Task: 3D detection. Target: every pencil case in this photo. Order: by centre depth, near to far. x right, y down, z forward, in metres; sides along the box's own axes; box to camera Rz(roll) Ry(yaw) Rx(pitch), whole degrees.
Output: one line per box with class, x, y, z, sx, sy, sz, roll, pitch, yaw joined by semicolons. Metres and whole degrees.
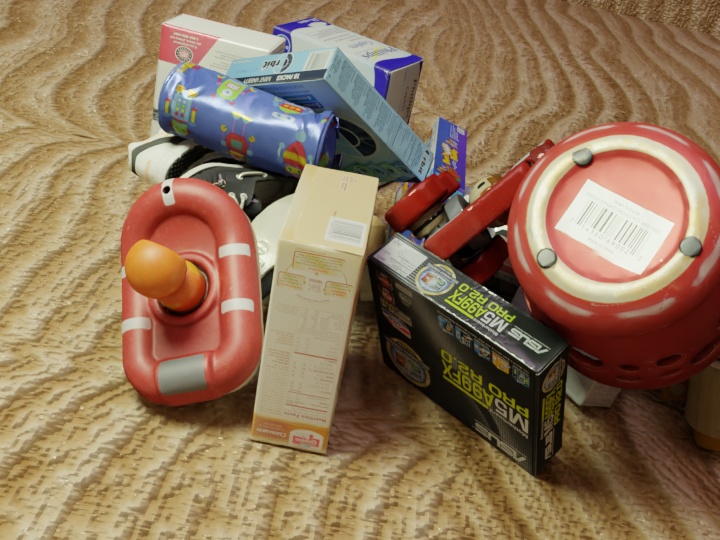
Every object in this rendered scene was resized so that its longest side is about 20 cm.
pencil case;-0.114;-0.158;0.966;0.198;0.078;0.087;20;54;11

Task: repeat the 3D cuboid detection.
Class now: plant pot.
plant pot;0.228;-0.016;0.772;0.199;0.202;0.183;29;-8;28

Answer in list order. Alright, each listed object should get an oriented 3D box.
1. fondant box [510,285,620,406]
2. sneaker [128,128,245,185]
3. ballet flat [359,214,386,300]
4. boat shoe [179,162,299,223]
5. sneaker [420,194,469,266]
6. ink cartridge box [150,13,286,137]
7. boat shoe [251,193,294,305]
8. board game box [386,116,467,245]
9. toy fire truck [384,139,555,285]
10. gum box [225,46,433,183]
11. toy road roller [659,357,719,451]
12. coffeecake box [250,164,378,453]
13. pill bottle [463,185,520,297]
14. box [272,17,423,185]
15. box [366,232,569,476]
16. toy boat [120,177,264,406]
fondant box;0.245;0.018;0.948;0.058;0.202;0.144;8;26;-38
sneaker;-0.189;-0.150;1.059;0.079;0.075;0.200;22;30;21
ballet flat;0.000;0.000;0.969;0.068;0.200;0.064;-9;71;3
boat shoe;-0.125;-0.070;0.952;0.060;0.075;0.199;23;22;27
sneaker;0.098;0.003;1.008;0.080;0.077;0.201;27;64;14
ink cartridge box;-0.188;-0.211;1.180;0.143;0.202;0.085;14;26;4
boat shoe;-0.094;-0.007;0.925;0.071;0.063;0.200;38;62;18
board game box;0.083;-0.095;1.146;0.044;0.135;0.201;25;28;-7
toy fire truck;0.126;-0.068;0.894;0.112;0.168;0.200;50;16;2
gum box;-0.036;-0.171;1.047;0.168;0.045;0.200;5;-25;42
toy road roller;0.338;0.086;0.964;0.144;0.125;0.200;4;25;13
coffeecake box;-0.040;0.032;0.813;0.072;0.202;0.154;11;29;-1
pill bottle;0.202;-0.022;1.094;0.198;0.117;0.116;23;30;18
box;-0.034;-0.239;1.306;0.198;0.186;0.105;25;30;22
box;0.096;0.076;0.832;0.044;0.161;0.199;-38;54;-25
toy boat;-0.161;0.009;0.796;0.129;0.131;0.203;-12;67;10
